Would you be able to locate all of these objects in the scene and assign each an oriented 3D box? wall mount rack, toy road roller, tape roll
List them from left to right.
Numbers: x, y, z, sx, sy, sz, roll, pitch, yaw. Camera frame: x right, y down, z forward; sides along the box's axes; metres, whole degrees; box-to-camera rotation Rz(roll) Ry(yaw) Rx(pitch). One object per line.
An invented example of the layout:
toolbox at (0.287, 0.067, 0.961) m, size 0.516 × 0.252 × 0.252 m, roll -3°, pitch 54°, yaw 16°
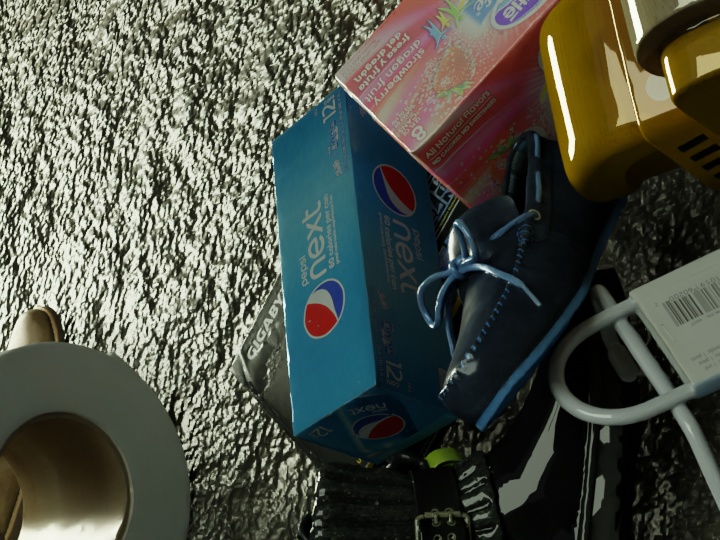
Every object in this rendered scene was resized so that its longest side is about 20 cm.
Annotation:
tape roll at (-0.234, 0.156, 1.117) m, size 0.139 × 0.202 × 0.203 m, roll -15°, pitch 64°, yaw 46°
toy road roller at (0.135, -0.099, 0.723) m, size 0.146 × 0.200 × 0.123 m, roll -21°, pitch 67°, yaw 26°
wall mount rack at (0.190, 0.049, 0.715) m, size 0.200 × 0.075 × 0.174 m, roll -25°, pitch 44°, yaw -2°

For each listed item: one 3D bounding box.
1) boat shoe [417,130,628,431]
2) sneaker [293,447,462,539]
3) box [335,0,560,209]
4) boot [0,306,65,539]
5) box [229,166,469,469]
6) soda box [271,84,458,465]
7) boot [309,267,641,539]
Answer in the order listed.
boat shoe at (0.066, 0.002, 0.777) m, size 0.084 × 0.069 × 0.200 m, roll -53°, pitch 2°, yaw 32°
sneaker at (-0.023, 0.159, 0.915) m, size 0.200 × 0.083 × 0.072 m, roll -38°, pitch 46°, yaw 7°
box at (0.099, -0.130, 0.876) m, size 0.200 × 0.103 × 0.095 m, roll -46°, pitch 42°, yaw 5°
boot at (-0.282, 0.120, 1.291) m, size 0.074 × 0.075 × 0.201 m, roll 1°, pitch 75°, yaw 52°
box at (0.015, 0.017, 0.998) m, size 0.160 × 0.049 × 0.200 m, roll 41°, pitch 107°, yaw 47°
soda box at (0.000, 0.000, 0.925) m, size 0.068 × 0.064 × 0.200 m, roll -35°, pitch 46°, yaw 36°
boot at (0.055, 0.098, 0.831) m, size 0.157 × 0.079 × 0.212 m, roll 3°, pitch 75°, yaw 15°
